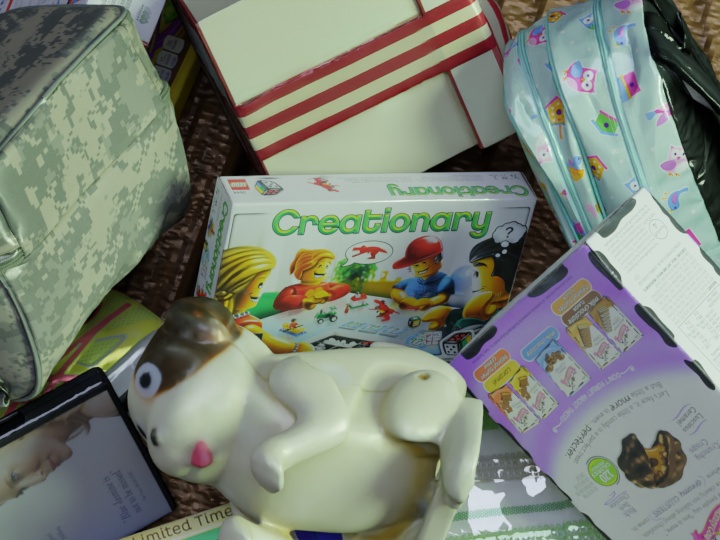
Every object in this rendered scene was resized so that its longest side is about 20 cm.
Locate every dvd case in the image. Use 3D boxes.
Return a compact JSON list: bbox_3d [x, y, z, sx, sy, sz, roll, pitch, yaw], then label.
[{"bbox_3d":[-0.221,0.151,1.629,0.200,0.143,0.018,-29,50,-6],"label":"dvd case"}]

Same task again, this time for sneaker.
[{"bbox_3d":[-0.202,0.088,1.696,0.200,0.078,0.090,-36,65,-14],"label":"sneaker"}]

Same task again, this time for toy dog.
[{"bbox_3d":[-0.037,0.085,1.571,0.200,0.140,0.194,15,47,-6],"label":"toy dog"}]

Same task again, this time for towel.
[{"bbox_3d":[0.089,0.155,1.673,0.149,0.031,0.200,-8,71,0],"label":"towel"}]

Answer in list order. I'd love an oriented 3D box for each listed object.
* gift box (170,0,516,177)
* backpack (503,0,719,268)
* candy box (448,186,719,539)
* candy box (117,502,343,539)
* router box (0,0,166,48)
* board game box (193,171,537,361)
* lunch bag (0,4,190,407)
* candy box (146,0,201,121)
[{"bbox_3d":[-0.012,-0.164,1.686,0.186,0.185,0.200,-26,31,-3],"label":"gift box"},{"bbox_3d":[0.170,-0.075,1.635,0.126,0.200,0.167,-22,34,10],"label":"backpack"},{"bbox_3d":[0.175,0.077,1.595,0.200,0.168,0.072,47,50,1],"label":"candy box"},{"bbox_3d":[-0.063,0.243,1.628,0.169,0.077,0.200,-19,71,-4],"label":"candy box"},{"bbox_3d":[-0.158,-0.226,1.713,0.049,0.179,0.200,27,72,-24],"label":"router box"},{"bbox_3d":[0.000,0.000,1.647,0.200,0.126,0.035,-2,36,-21],"label":"board game box"},{"bbox_3d":[-0.196,-0.038,1.583,0.139,0.168,0.200,0,38,39],"label":"lunch bag"},{"bbox_3d":[-0.136,-0.200,1.804,0.102,0.026,0.200,18,74,13],"label":"candy box"}]
